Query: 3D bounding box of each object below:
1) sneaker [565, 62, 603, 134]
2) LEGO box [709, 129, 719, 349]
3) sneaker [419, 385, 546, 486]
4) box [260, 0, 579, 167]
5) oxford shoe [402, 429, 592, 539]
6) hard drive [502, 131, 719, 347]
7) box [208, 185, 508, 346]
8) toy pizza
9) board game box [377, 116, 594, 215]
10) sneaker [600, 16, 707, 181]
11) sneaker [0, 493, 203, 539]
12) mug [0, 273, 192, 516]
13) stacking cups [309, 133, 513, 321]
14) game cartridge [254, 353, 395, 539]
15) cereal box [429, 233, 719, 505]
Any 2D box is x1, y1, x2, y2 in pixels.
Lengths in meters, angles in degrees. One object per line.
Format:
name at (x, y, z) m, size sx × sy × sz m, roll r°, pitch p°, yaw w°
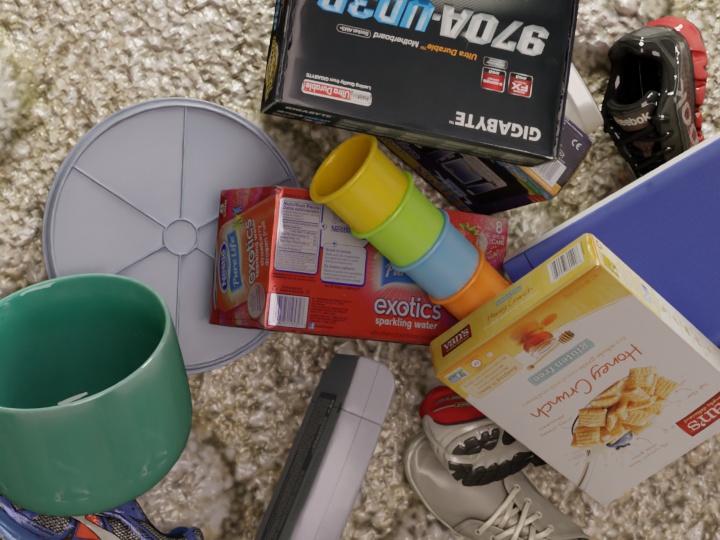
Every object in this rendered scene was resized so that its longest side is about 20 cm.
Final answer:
sneaker at (0.100, -0.177, 1.297) m, size 0.084 × 0.073 × 0.201 m, roll -31°, pitch 87°, yaw 8°
LEGO box at (0.272, -0.008, 1.260) m, size 0.200 × 0.077 × 0.149 m, roll -39°, pitch 99°, yaw 19°
sneaker at (0.134, 0.099, 1.306) m, size 0.198 × 0.085 × 0.077 m, roll -7°, pitch 133°, yaw -30°
box at (0.042, -0.165, 1.122) m, size 0.198 × 0.046 × 0.161 m, roll 11°, pitch 83°, yaw -17°
oxford shoe at (0.117, 0.191, 1.307) m, size 0.200 × 0.058 × 0.075 m, roll 43°, pitch 83°, yaw -9°
hard drive at (0.220, -0.001, 1.216) m, size 0.199 × 0.025 × 0.132 m, roll -31°, pitch 102°, yaw 18°
box at (0.000, 0.000, 1.234) m, size 0.198 × 0.095 × 0.101 m, roll 6°, pitch 88°, yaw -30°
toy pizza at (-0.134, -0.025, 1.250) m, size 0.198 × 0.032 × 0.202 m, roll -1°, pitch 92°, yaw -19°
board game box at (0.051, -0.126, 1.233) m, size 0.200 × 0.165 × 0.057 m, roll 40°, pitch 77°, yaw -12°
sneaker at (0.230, -0.095, 1.319) m, size 0.097 × 0.070 × 0.202 m, roll -8°, pitch 90°, yaw -49°
sneaker at (-0.198, 0.182, 1.220) m, size 0.199 × 0.075 × 0.079 m, roll 31°, pitch 73°, yaw -21°
mug at (-0.193, 0.084, 1.166) m, size 0.151 × 0.185 × 0.115 m, roll -16°, pitch 123°, yaw -8°
stacking cups at (0.050, -0.006, 1.177) m, size 0.061 × 0.060 × 0.200 m, roll -50°, pitch 116°, yaw -10°
game cartridge at (-0.033, 0.158, 1.227) m, size 0.041 × 0.133 × 0.201 m, roll 24°, pitch 84°, yaw -14°
cereal box at (0.165, 0.074, 1.197) m, size 0.144 × 0.040 × 0.200 m, roll -37°, pitch 125°, yaw 23°
